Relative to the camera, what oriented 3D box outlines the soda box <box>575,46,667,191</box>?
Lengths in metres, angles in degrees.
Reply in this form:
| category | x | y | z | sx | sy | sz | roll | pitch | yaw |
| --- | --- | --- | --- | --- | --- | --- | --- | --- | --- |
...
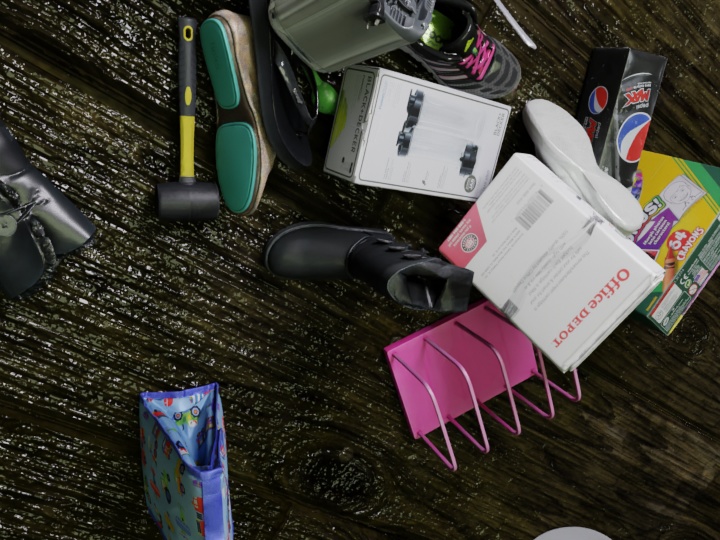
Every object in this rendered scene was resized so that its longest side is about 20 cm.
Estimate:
| category | x | y | z | sx | sy | sz | roll | pitch | yaw |
| --- | --- | --- | --- | --- | --- | --- | --- | --- | --- |
| soda box | 0.310 | -0.171 | 0.902 | 0.063 | 0.071 | 0.202 | 4 | 105 | -24 |

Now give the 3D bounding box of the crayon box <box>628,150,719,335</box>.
| category | x | y | z | sx | sy | sz | roll | pitch | yaw |
| --- | --- | --- | --- | --- | --- | --- | --- | --- | --- |
| crayon box | 0.366 | -0.042 | 0.910 | 0.058 | 0.172 | 0.201 | 34 | 91 | -31 |

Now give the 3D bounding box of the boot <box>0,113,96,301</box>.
| category | x | y | z | sx | sy | sz | roll | pitch | yaw |
| --- | --- | --- | --- | --- | --- | --- | --- | --- | --- |
| boot | -0.365 | -0.035 | 0.655 | 0.200 | 0.076 | 0.169 | -38 | 113 | -15 |

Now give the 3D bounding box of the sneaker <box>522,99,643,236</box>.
| category | x | y | z | sx | sy | sz | roll | pitch | yaw |
| --- | --- | --- | --- | --- | --- | --- | --- | --- | --- |
| sneaker | 0.244 | -0.109 | 0.867 | 0.075 | 0.089 | 0.201 | -19 | 70 | -33 |

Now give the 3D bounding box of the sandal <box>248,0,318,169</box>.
| category | x | y | z | sx | sy | sz | roll | pitch | yaw |
| --- | --- | --- | --- | --- | --- | --- | --- | --- | --- |
| sandal | -0.072 | -0.197 | 0.711 | 0.042 | 0.076 | 0.202 | -3 | 110 | 17 |

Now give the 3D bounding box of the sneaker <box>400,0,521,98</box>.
| category | x | y | z | sx | sy | sz | roll | pitch | yaw |
| --- | --- | --- | --- | --- | --- | --- | --- | --- | --- |
| sneaker | 0.106 | -0.242 | 0.783 | 0.199 | 0.087 | 0.074 | 25 | 96 | -28 |

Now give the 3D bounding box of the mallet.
| category | x | y | z | sx | sy | sz | roll | pitch | yaw |
| --- | --- | --- | --- | --- | --- | --- | --- | --- | --- |
| mallet | -0.165 | -0.147 | 0.731 | 0.065 | 0.041 | 0.202 | 5 | 100 | -24 |

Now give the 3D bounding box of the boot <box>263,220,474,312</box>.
| category | x | y | z | sx | sy | sz | roll | pitch | yaw |
| --- | --- | --- | --- | --- | --- | --- | --- | --- | --- |
| boot | 0.001 | 0.000 | 0.752 | 0.163 | 0.200 | 0.066 | -8 | 110 | -20 |

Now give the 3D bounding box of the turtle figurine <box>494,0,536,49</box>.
| category | x | y | z | sx | sy | sz | roll | pitch | yaw |
| --- | --- | --- | --- | --- | --- | --- | --- | --- | --- |
| turtle figurine | 0.131 | -0.366 | 0.709 | 0.192 | 0.144 | 0.202 | 18 | 61 | -10 |

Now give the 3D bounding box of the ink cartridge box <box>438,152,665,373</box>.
| category | x | y | z | sx | sy | sz | roll | pitch | yaw |
| --- | --- | --- | --- | --- | --- | --- | --- | --- | --- |
| ink cartridge box | 0.212 | -0.011 | 0.806 | 0.146 | 0.200 | 0.085 | -52 | 159 | 22 |

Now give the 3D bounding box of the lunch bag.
| category | x | y | z | sx | sy | sz | roll | pitch | yaw |
| --- | --- | --- | --- | --- | --- | --- | --- | --- | --- |
| lunch bag | -0.172 | 0.233 | 0.753 | 0.093 | 0.200 | 0.152 | -6 | 109 | -20 |

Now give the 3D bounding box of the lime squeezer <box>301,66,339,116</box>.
| category | x | y | z | sx | sy | sz | roll | pitch | yaw |
| --- | --- | --- | --- | --- | --- | --- | --- | --- | --- |
| lime squeezer | -0.012 | -0.195 | 0.786 | 0.199 | 0.038 | 0.071 | 19 | 67 | -26 |

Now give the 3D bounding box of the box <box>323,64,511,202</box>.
| category | x | y | z | sx | sy | sz | roll | pitch | yaw |
| --- | --- | --- | --- | --- | --- | --- | --- | --- | --- |
| box | 0.065 | -0.145 | 0.787 | 0.199 | 0.060 | 0.118 | 2 | 107 | -39 |

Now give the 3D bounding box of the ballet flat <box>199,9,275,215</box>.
| category | x | y | z | sx | sy | sz | roll | pitch | yaw |
| --- | --- | --- | --- | --- | --- | --- | --- | --- | --- |
| ballet flat | -0.111 | -0.158 | 0.734 | 0.067 | 0.068 | 0.202 | -26 | 120 | -47 |

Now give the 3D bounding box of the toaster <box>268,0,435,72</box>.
| category | x | y | z | sx | sy | sz | roll | pitch | yaw |
| --- | --- | --- | --- | --- | --- | --- | --- | --- | --- |
| toaster | -0.003 | -0.271 | 0.673 | 0.113 | 0.128 | 0.202 | 36 | 55 | -38 |

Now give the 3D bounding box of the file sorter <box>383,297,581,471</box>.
| category | x | y | z | sx | sy | sz | roll | pitch | yaw |
| --- | --- | --- | --- | --- | --- | --- | --- | --- | --- |
| file sorter | 0.157 | 0.135 | 0.904 | 0.199 | 0.125 | 0.140 | -25 | 114 | -14 |

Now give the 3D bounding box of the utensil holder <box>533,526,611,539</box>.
| category | x | y | z | sx | sy | sz | roll | pitch | yaw |
| --- | --- | --- | --- | --- | --- | --- | --- | --- | --- |
| utensil holder | 0.330 | 0.515 | 1.079 | 0.169 | 0.170 | 0.202 | -22 | 111 | -15 |
